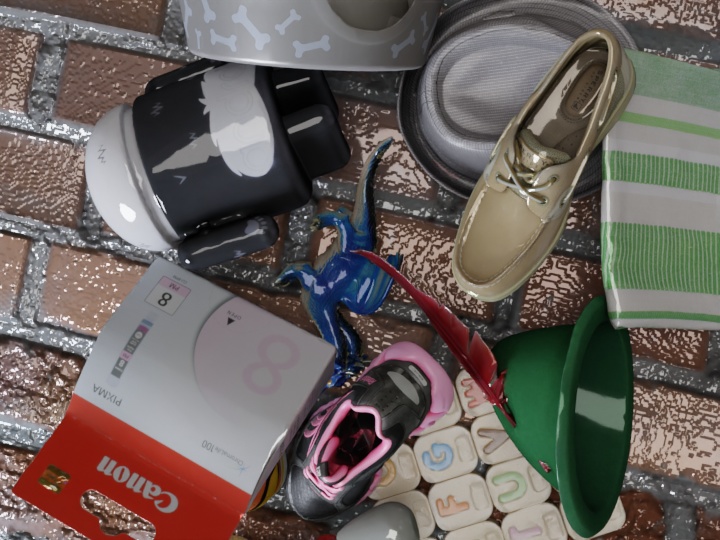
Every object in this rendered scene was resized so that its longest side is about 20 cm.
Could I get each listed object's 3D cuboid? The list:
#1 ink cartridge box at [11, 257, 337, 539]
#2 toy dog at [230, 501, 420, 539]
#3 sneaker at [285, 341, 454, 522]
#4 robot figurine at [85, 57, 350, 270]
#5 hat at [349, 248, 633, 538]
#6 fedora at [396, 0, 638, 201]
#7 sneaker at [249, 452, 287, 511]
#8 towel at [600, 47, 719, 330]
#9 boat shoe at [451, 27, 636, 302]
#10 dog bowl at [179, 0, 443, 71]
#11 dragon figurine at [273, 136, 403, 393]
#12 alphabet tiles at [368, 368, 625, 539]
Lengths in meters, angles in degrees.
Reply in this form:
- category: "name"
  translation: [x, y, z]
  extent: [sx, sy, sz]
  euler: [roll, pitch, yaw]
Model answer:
- category: "ink cartridge box"
  translation: [-0.133, 0.106, 0.785]
  extent: [0.162, 0.057, 0.200]
  euler: [26, 58, 13]
- category: "toy dog"
  translation: [-0.037, 0.249, 0.840]
  extent: [0.199, 0.096, 0.132]
  euler: [-10, 47, 34]
- category: "sneaker"
  translation: [-0.014, 0.136, 0.809]
  extent: [0.079, 0.095, 0.200]
  euler: [41, 130, 8]
- category: "robot figurine"
  translation: [-0.111, -0.089, 0.838]
  extent: [0.199, 0.150, 0.125]
  euler: [-19, 113, 5]
- category: "hat"
  translation: [0.103, 0.091, 0.831]
  extent: [0.175, 0.165, 0.201]
  euler: [2, 88, 29]
- category: "fedora"
  translation: [0.125, -0.136, 0.826]
  extent: [0.199, 0.090, 0.178]
  euler: [1, 91, 6]
- category: "sneaker"
  translation: [-0.117, 0.094, 0.853]
  extent: [0.070, 0.090, 0.201]
  euler: [-24, 88, 6]
- category: "towel"
  translation: [0.237, -0.056, 0.807]
  extent: [0.152, 0.023, 0.201]
  euler: [2, 90, -33]
- category: "boat shoe"
  translation: [0.120, -0.072, 0.742]
  extent: [0.072, 0.065, 0.200]
  euler: [33, 95, 22]
- category: "dog bowl"
  translation: [-0.038, -0.184, 0.797]
  extent: [0.199, 0.200, 0.059]
  euler: [5, 105, 6]
- category: "dragon figurine"
  translation: [0.000, 0.000, 0.856]
  extent: [0.099, 0.059, 0.200]
  euler: [34, 94, 5]
- category: "alphabet tiles"
  translation: [0.103, 0.177, 0.868]
  extent: [0.195, 0.015, 0.201]
  euler: [-18, 89, 6]
